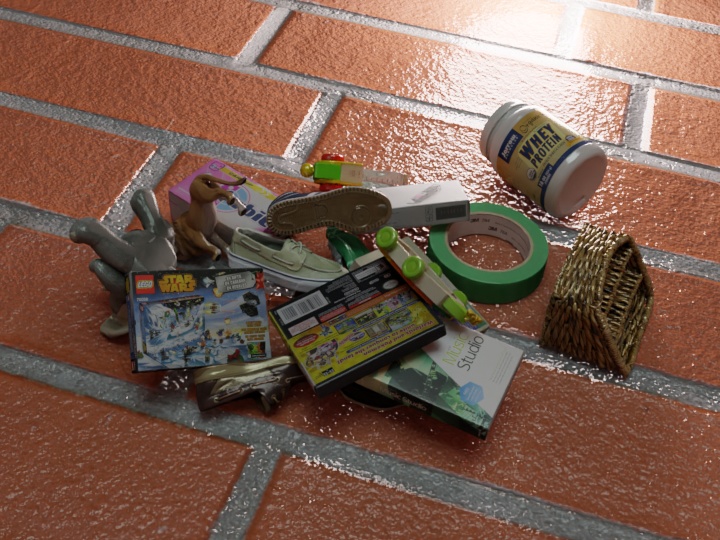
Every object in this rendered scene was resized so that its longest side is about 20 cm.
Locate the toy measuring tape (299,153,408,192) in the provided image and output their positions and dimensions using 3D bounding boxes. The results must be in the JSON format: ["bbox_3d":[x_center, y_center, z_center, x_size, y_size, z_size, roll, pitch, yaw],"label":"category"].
[{"bbox_3d":[-0.016,-0.169,1.728,0.198,0.074,0.074,3,41,-21],"label":"toy measuring tape"}]

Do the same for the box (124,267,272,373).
[{"bbox_3d":[-0.227,0.068,1.370,0.198,0.040,0.139,-1,81,-29],"label":"box"}]

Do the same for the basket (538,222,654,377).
[{"bbox_3d":[0.378,0.033,1.487,0.148,0.144,0.200,21,46,17],"label":"basket"}]

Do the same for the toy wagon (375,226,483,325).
[{"bbox_3d":[0.099,0.017,1.394,0.040,0.155,0.200,-45,53,8],"label":"toy wagon"}]

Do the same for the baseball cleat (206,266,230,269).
[{"bbox_3d":[-0.238,0.064,1.466,0.106,0.070,0.200,13,37,28],"label":"baseball cleat"}]

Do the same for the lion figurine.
[{"bbox_3d":[-0.249,-0.090,1.530,0.122,0.201,0.072,35,30,18],"label":"lion figurine"}]

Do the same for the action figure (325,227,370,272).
[{"bbox_3d":[0.000,0.000,1.531,0.117,0.055,0.201,3,43,-45],"label":"action figure"}]

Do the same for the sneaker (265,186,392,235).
[{"bbox_3d":[-0.055,-0.096,1.538,0.198,0.071,0.108,-6,8,-10],"label":"sneaker"}]

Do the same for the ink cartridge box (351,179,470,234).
[{"bbox_3d":[0.072,-0.124,1.649,0.198,0.044,0.174,-7,28,-4],"label":"ink cartridge box"}]

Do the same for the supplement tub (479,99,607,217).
[{"bbox_3d":[0.321,-0.203,1.728,0.144,0.145,0.200,-26,51,-29],"label":"supplement tub"}]

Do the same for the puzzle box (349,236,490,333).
[{"bbox_3d":[0.091,0.042,1.481,0.132,0.026,0.200,-22,63,-44],"label":"puzzle box"}]

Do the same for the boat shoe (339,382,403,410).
[{"bbox_3d":[0.068,0.160,1.385,0.199,0.063,0.074,6,48,4],"label":"boat shoe"}]

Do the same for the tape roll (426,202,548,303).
[{"bbox_3d":[0.209,-0.032,1.609,0.198,0.048,0.202,2,43,-2],"label":"tape roll"}]

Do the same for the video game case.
[{"bbox_3d":[-0.008,0.074,1.363,0.198,0.026,0.181,-25,42,-13],"label":"video game case"}]

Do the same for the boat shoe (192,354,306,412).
[{"bbox_3d":[-0.134,0.164,1.368,0.198,0.072,0.073,-4,73,-18],"label":"boat shoe"}]

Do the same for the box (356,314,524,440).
[{"bbox_3d":[0.109,0.133,1.345,0.198,0.037,0.145,21,51,16],"label":"box"}]

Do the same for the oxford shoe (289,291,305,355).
[{"bbox_3d":[-0.070,0.052,1.479,0.070,0.072,0.201,3,42,0],"label":"oxford shoe"}]

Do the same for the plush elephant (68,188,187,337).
[{"bbox_3d":[-0.341,0.004,1.446,0.200,0.155,0.165,47,40,-5],"label":"plush elephant"}]

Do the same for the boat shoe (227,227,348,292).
[{"bbox_3d":[-0.109,-0.015,1.471,0.198,0.063,0.072,12,26,10],"label":"boat shoe"}]

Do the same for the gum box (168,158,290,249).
[{"bbox_3d":[-0.210,-0.095,1.621,0.199,0.067,0.113,30,50,24],"label":"gum box"}]
